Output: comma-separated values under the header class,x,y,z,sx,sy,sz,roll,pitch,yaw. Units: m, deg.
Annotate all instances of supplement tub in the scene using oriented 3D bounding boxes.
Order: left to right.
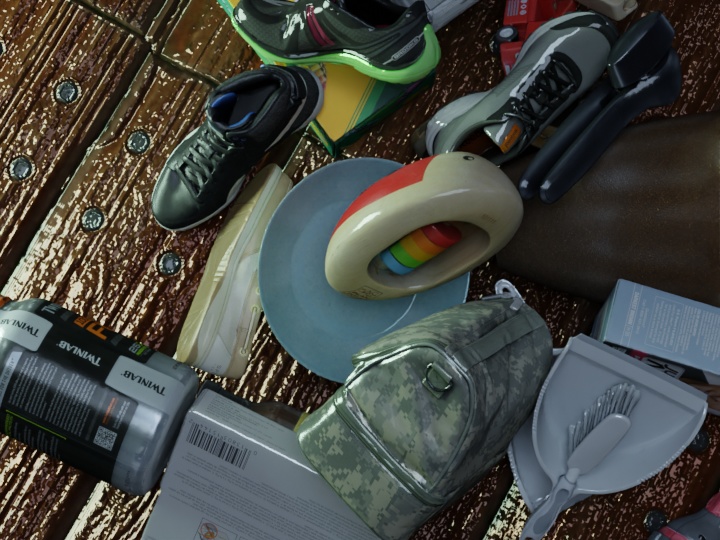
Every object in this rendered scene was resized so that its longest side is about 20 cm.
class,x,y,z,sx,sy,sz,roll,pitch,yaw
supplement tub,-0.251,0.103,1.611,0.198,0.123,0.123,25,80,3

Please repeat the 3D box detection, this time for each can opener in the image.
class,x,y,z,sx,sy,sz,roll,pitch,yaw
can opener,0.201,-0.131,1.568,0.200,0.063,0.079,-48,114,-14

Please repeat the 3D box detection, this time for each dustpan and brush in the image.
class,x,y,z,sx,sy,sz,roll,pitch,yaw
dustpan and brush,0.169,0.101,1.638,0.139,0.057,0.201,-28,81,-6
dustpan and brush,0.188,0.160,1.574,0.139,0.201,0.057,25,40,-10

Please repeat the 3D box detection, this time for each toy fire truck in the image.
class,x,y,z,sx,sy,sz,roll,pitch,yaw
toy fire truck,0.202,-0.252,1.685,0.140,0.049,0.201,-5,46,17

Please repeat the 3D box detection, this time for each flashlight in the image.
class,x,y,z,sx,sy,sz,roll,pitch,yaw
flashlight,0.326,0.196,1.626,0.068,0.068,0.200,39,82,2

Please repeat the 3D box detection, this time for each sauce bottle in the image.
class,x,y,z,sx,sy,sz,roll,pitch,yaw
sauce bottle,-0.055,0.156,1.633,0.199,0.065,0.065,25,80,6

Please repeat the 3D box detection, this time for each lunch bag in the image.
class,x,y,z,sx,sy,sz,roll,pitch,yaw
lunch bag,0.066,0.108,1.539,0.140,0.200,0.168,48,117,10

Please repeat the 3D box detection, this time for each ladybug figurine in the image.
class,x,y,z,sx,sy,sz,roll,pitch,yaw
ladybug figurine,0.048,-0.040,1.572,0.199,0.135,0.073,-30,55,32

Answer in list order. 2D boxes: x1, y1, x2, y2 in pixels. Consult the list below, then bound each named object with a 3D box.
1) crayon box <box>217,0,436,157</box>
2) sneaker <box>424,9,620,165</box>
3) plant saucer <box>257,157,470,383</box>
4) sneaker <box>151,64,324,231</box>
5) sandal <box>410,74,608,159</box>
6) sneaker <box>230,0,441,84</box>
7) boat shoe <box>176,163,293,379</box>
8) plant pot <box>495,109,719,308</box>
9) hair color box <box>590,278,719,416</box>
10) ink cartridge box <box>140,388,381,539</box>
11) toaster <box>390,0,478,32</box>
class,x,y,z,sx,sy,sz,roll,pitch,yaw
crayon box,-0.035,-0.221,1.707,0.118,0.058,0.201,-36,82,-6
sneaker,0.145,-0.143,1.598,0.200,0.080,0.074,-39,115,15
plant saucer,0.000,0.000,1.656,0.199,0.039,0.203,-1,94,-17
sneaker,-0.129,-0.114,1.633,0.200,0.112,0.073,-42,78,14
sandal,0.145,-0.126,1.680,0.198,0.080,0.054,-15,68,3
sneaker,-0.020,-0.222,1.613,0.198,0.084,0.077,11,37,23
boat shoe,-0.099,0.004,1.664,0.069,0.074,0.202,27,75,-19
plant pot,0.221,-0.046,1.628,0.198,0.187,0.189,0,79,12
hair color box,0.298,0.077,1.575,0.198,0.099,0.061,16,70,1
ink cartridge box,-0.081,0.221,1.609,0.199,0.045,0.177,26,119,4
toaster,0.058,-0.287,1.668,0.113,0.200,0.130,-34,95,4
